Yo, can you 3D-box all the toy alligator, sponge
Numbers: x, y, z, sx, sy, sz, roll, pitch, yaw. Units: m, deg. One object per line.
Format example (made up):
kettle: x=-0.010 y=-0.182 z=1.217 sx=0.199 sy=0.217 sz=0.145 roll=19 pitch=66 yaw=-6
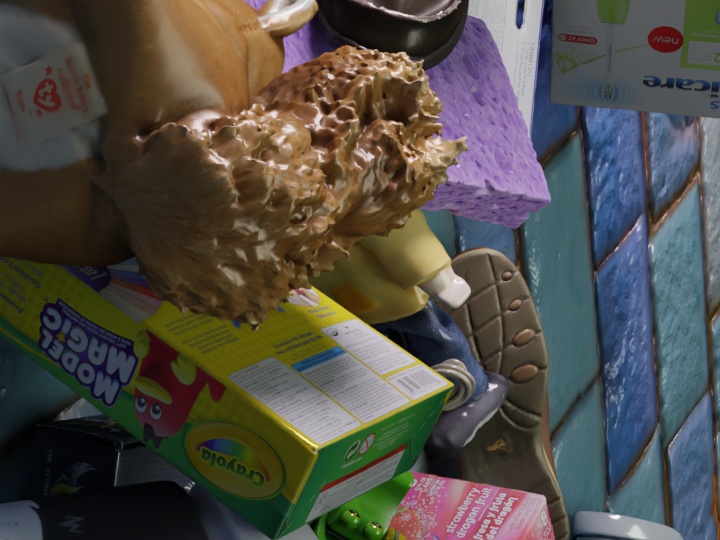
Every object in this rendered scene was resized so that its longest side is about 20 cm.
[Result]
toy alligator: x=-0.007 y=0.128 z=1.057 sx=0.200 sy=0.059 sz=0.054 roll=-55 pitch=-171 yaw=26
sponge: x=0.003 y=-0.085 z=1.021 sx=0.199 sy=0.030 sz=0.112 roll=8 pitch=56 yaw=-45

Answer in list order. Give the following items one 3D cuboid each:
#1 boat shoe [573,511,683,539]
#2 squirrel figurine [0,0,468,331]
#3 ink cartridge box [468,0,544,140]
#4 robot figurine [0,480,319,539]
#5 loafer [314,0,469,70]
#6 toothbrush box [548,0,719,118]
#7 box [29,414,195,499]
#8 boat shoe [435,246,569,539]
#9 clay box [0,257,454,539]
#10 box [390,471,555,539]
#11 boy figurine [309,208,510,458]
boat shoe: x=0.193 y=0.234 z=1.530 sx=0.200 sy=0.071 sz=0.091 roll=46 pitch=52 yaw=-59
squirrel figurine: x=-0.066 y=-0.058 z=0.836 sx=0.142 sy=0.200 sz=0.187 roll=-60 pitch=167 yaw=14
ink cartridge box: x=0.044 y=-0.163 z=1.173 sx=0.200 sy=0.043 sz=0.199 roll=0 pitch=96 yaw=-60
robot figurine: x=-0.103 y=0.147 z=0.821 sx=0.199 sy=0.150 sz=0.125 roll=-6 pitch=117 yaw=-19
loafer: x=0.029 y=-0.173 z=1.008 sx=0.071 sy=0.073 sz=0.201 roll=107 pitch=1 yaw=-49
toothbrush box: x=0.187 y=-0.190 z=1.274 sx=0.200 sy=0.145 sz=0.086 roll=87 pitch=12 yaw=-49
box: x=-0.093 y=0.163 z=0.992 sx=0.158 sy=0.051 sz=0.201 roll=-1 pitch=98 yaw=-61
boat shoe: x=0.077 y=0.079 z=1.290 sx=0.068 sy=0.072 sz=0.201 roll=-104 pitch=-177 yaw=-72
clay box: x=-0.074 y=0.020 z=0.866 sx=0.115 sy=0.200 sz=0.048 roll=-18 pitch=137 yaw=-59
box: x=0.032 y=0.216 z=1.195 sx=0.200 sy=0.095 sz=0.100 roll=-55 pitch=142 yaw=-41
boy figurine: x=0.000 y=0.000 z=1.060 sx=0.064 sy=0.124 sz=0.200 roll=-50 pitch=122 yaw=-29
